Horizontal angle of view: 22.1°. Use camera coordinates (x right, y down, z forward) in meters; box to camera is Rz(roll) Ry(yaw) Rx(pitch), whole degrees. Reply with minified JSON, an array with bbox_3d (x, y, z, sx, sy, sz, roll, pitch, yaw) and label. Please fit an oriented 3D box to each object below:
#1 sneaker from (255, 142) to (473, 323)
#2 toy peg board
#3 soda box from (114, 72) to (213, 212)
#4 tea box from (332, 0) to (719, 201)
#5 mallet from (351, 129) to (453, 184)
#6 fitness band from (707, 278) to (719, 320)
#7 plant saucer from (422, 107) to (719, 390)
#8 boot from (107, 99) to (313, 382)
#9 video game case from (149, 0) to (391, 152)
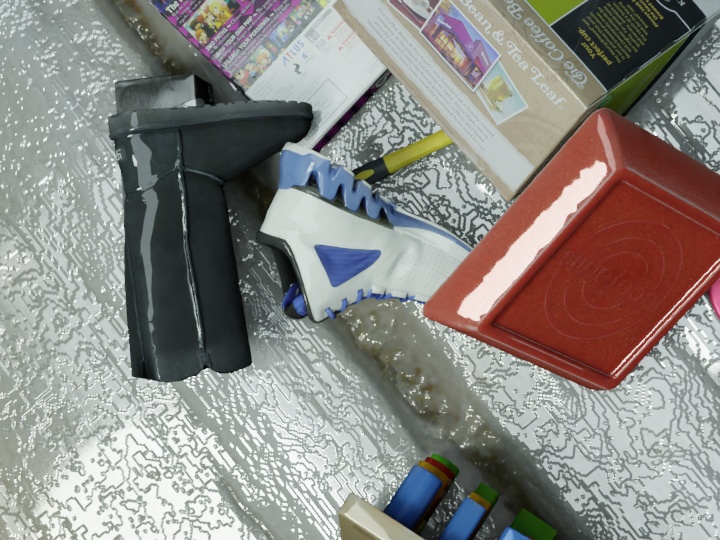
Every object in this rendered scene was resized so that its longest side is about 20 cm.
[{"bbox_3d":[-0.001,0.000,1.392,0.199,0.081,0.115,30,86,-19],"label":"sneaker"},{"bbox_3d":[0.093,0.205,1.350,0.200,0.199,0.098,32,77,9],"label":"toy peg board"},{"bbox_3d":[-0.148,-0.051,1.455,0.071,0.063,0.201,-5,87,9],"label":"soda box"},{"bbox_3d":[0.127,-0.196,1.339,0.197,0.134,0.200,-35,80,-35],"label":"tea box"},{"bbox_3d":[0.024,-0.095,1.446,0.199,0.041,0.066,-18,86,12],"label":"mallet"},{"bbox_3d":[0.361,-0.002,1.390,0.199,0.037,0.144,-1,85,8],"label":"fitness band"},{"bbox_3d":[0.177,0.000,1.325,0.200,0.199,0.037,-49,42,20],"label":"plant saucer"},{"bbox_3d":[-0.102,-0.023,1.390,0.164,0.066,0.201,-7,88,-23],"label":"boot"},{"bbox_3d":[-0.036,-0.222,1.458,0.181,0.036,0.200,44,94,7],"label":"video game case"}]
